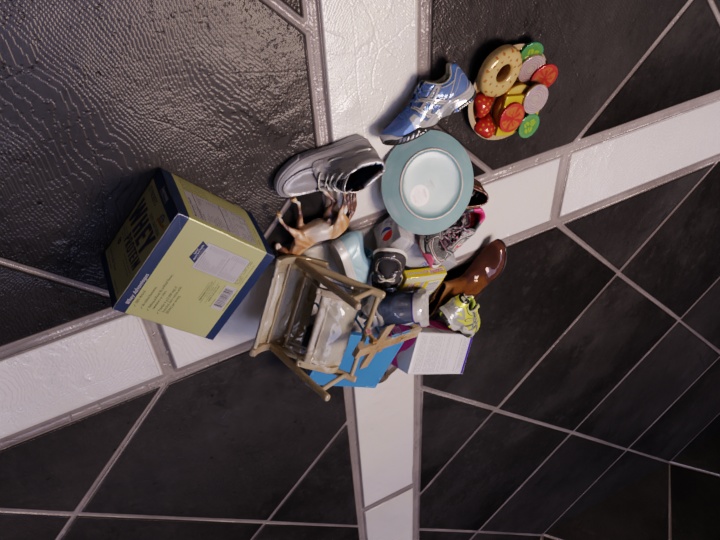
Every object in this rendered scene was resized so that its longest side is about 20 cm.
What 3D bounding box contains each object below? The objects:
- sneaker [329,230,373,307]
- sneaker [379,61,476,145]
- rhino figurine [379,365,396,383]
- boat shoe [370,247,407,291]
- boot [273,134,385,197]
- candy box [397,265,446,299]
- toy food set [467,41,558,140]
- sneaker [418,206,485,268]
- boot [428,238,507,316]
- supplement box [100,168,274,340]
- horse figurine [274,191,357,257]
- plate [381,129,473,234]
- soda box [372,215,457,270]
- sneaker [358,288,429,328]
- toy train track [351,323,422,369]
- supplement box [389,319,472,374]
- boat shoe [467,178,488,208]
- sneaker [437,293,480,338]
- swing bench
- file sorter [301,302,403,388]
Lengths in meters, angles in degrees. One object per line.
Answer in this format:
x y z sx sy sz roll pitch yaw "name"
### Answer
0.000 0.000 1.342 0.081 0.074 0.202 -31 141 -12 "sneaker"
0.113 -0.300 1.175 0.198 0.076 0.078 -35 115 -2 "sneaker"
0.087 0.198 1.575 0.199 0.060 0.088 -39 136 -7 "rhino figurine"
0.053 0.007 1.327 0.072 0.062 0.200 9 162 -3 "boat shoe"
-0.053 -0.170 1.145 0.197 0.096 0.074 -28 137 -9 "boot"
0.113 0.058 1.447 0.100 0.027 0.201 -5 149 -21 "candy box"
0.296 -0.347 1.259 0.193 0.049 0.204 -12 131 -25 "toy food set"
0.188 -0.080 1.336 0.200 0.074 0.082 -46 112 -39 "sneaker"
0.239 0.013 1.485 0.197 0.069 0.189 -10 145 -48 "boot"
-0.292 -0.021 1.086 0.198 0.135 0.201 26 110 -44 "supplement box"
-0.080 -0.095 1.225 0.196 0.050 0.134 -26 135 -11 "horse figurine"
0.136 -0.169 1.258 0.194 0.026 0.206 -4 105 -16 "plate"
0.119 -0.050 1.369 0.068 0.065 0.198 -34 143 31 "soda box"
0.070 0.081 1.366 0.142 0.083 0.200 -2 175 12 "sneaker"
0.049 0.128 1.238 0.197 0.033 0.116 -10 140 -49 "toy train track"
0.158 0.179 1.515 0.197 0.100 0.106 6 103 -43 "supplement box"
0.179 -0.165 1.322 0.195 0.071 0.072 -4 127 -29 "boat shoe"
0.247 0.101 1.480 0.076 0.076 0.199 -42 158 15 "sneaker"
-0.086 0.099 1.232 0.129 0.197 0.203 -17 130 -62 "swing bench"
-0.033 0.161 1.418 0.196 0.123 0.141 11 120 -38 "file sorter"
